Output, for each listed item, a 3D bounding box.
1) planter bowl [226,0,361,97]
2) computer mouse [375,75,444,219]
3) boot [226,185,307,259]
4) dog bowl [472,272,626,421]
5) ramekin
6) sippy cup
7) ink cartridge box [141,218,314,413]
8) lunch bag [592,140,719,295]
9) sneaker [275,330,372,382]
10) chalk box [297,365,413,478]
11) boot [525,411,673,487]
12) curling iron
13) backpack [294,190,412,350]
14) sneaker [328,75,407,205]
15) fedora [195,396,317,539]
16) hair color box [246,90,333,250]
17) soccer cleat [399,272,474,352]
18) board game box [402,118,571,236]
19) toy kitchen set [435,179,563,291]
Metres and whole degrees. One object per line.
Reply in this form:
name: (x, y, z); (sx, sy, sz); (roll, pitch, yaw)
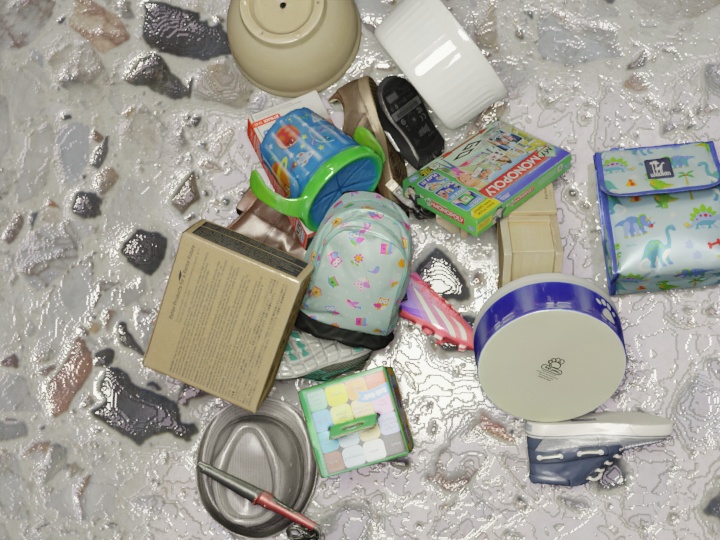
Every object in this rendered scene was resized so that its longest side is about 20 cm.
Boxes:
planter bowl: (-0.104, -0.362, 1.664); (0.200, 0.135, 0.201); (-1, 84, 6)
computer mouse: (0.062, -0.165, 1.631); (0.200, 0.046, 0.140); (52, 55, -13)
boot: (-0.113, -0.004, 1.664); (0.200, 0.064, 0.187); (30, 88, 3)
dog bowl: (0.251, 0.105, 1.550); (0.199, 0.079, 0.200); (1, 127, 1)
ramekin: (0.107, -0.291, 1.609); (0.098, 0.200, 0.201); (-38, 82, 8)
sippy cup: (-0.061, -0.143, 1.552); (0.130, 0.178, 0.140); (47, 106, 23)
ink cartridge box: (-0.169, 0.057, 1.482); (0.164, 0.075, 0.200); (24, 113, 6)
lunch bag: (0.415, -0.080, 1.597); (0.170, 0.127, 0.201); (-5, 70, 7)
sneaker: (-0.068, 0.127, 1.605); (0.199, 0.091, 0.078); (-9, 53, -18)
chalk box: (-0.005, 0.201, 1.557); (0.124, 0.200, 0.124); (-16, 82, 3)
boot: (0.328, 0.246, 1.597); (0.199, 0.073, 0.091); (-1, 98, 7)
curling iron: (-0.136, 0.315, 1.558); (0.200, 0.026, 0.050); (34, 93, 0)
backpack: (0.000, 0.000, 1.521); (0.166, 0.127, 0.200); (13, 119, -9)
sneaker: (0.012, -0.177, 1.676); (0.075, 0.070, 0.201); (-19, 78, 22)
fedora: (-0.151, 0.275, 1.616); (0.176, 0.090, 0.201); (7, 84, 6)
hair color box: (-0.071, -0.144, 1.647); (0.111, 0.064, 0.200); (-24, 75, -14)
soccer cleat: (0.090, 0.048, 1.637); (0.200, 0.067, 0.077); (27, 82, 10)
board game box: (0.174, -0.131, 1.590); (0.134, 0.029, 0.200); (31, 52, 34)
toy kitchen set: (0.185, -0.029, 1.632); (0.163, 0.181, 0.200); (-1, 44, 2)
